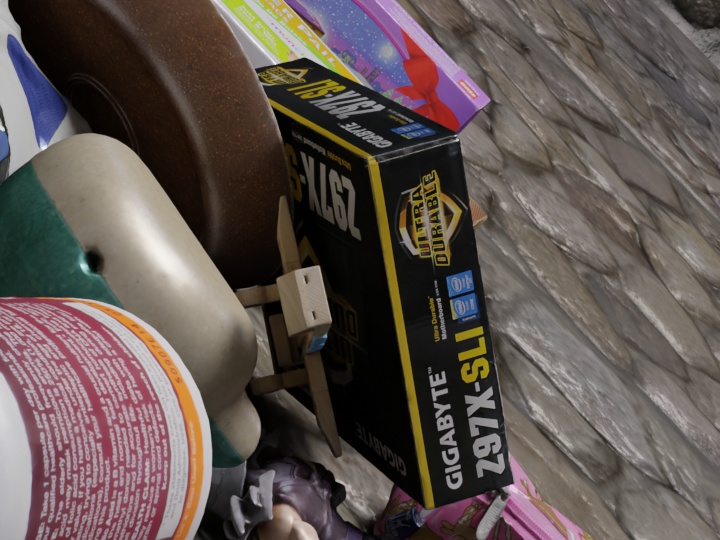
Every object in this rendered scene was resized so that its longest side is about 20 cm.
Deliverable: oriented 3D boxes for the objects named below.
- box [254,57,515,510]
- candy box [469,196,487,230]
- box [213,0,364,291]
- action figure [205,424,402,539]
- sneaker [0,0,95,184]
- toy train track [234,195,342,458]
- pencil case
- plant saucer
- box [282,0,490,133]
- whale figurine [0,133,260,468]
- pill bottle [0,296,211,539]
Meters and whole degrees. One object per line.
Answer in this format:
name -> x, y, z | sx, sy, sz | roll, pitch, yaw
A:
box -> 0.000, 0.000, 1.255 | 0.200, 0.049, 0.161 | -145, -136, -65
candy box -> -0.018, -0.081, 1.670 | 0.200, 0.055, 0.115 | 47, 16, 4
box -> -0.085, -0.101, 1.471 | 0.200, 0.101, 0.112 | 46, 16, 0
action figure -> 0.003, 0.132, 1.201 | 0.199, 0.070, 0.130 | 29, 26, -8
sneaker -> -0.178, -0.091, 1.234 | 0.115, 0.080, 0.201 | 36, 39, -62
toy train track -> -0.033, 0.023, 1.172 | 0.200, 0.032, 0.116 | 119, -41, -83
pencil case -> 0.099, 0.160, 1.340 | 0.200, 0.083, 0.087 | 44, 16, -11
plant saucer -> -0.108, -0.072, 1.282 | 0.034, 0.200, 0.200 | -34, 77, -29
box -> -0.045, -0.116, 1.544 | 0.200, 0.137, 0.039 | 46, 16, 0
whale figurine -> -0.105, 0.024, 1.167 | 0.159, 0.103, 0.200 | 55, -3, 11
pill bottle -> -0.139, 0.065, 0.919 | 0.114, 0.114, 0.200 | 50, 16, 15
